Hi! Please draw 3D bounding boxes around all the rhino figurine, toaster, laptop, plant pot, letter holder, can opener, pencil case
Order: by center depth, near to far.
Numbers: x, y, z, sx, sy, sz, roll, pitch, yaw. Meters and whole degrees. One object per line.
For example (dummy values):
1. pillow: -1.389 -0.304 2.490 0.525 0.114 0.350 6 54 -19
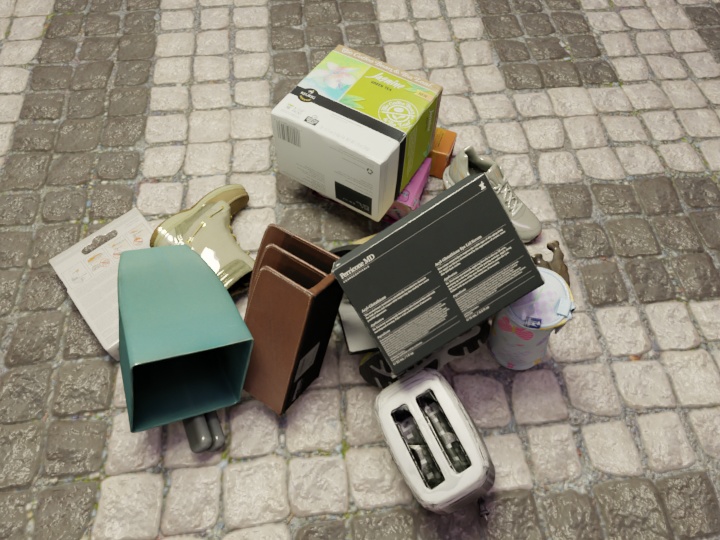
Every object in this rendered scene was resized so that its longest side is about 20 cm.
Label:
1. toaster: 0.094 0.218 0.660 0.112 0.129 0.202 -29 63 3
2. plant pot: -0.245 0.069 0.691 0.139 0.142 0.201 -8 50 -31
3. letter holder: -0.115 0.060 0.705 0.141 0.202 0.100 28 32 15
4. pencil case: 0.226 0.071 0.721 0.089 0.201 0.084 8 66 10
5. laptop: 0.063 0.013 0.745 0.196 0.118 0.188 -8 17 -6
6. can opener: -0.249 0.166 0.746 0.066 0.052 0.201 -42 62 15
7. rhino figurine: 0.238 0.020 0.832 0.196 0.060 0.089 -15 63 -8

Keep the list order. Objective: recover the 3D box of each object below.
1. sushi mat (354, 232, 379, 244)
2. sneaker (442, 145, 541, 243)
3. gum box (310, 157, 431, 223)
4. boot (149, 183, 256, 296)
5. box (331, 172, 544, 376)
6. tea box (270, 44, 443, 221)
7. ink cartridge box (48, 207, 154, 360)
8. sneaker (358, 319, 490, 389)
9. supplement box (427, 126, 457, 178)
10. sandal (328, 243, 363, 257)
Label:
1. sushi mat: 0.076 -0.063 0.830 0.197 0.012 0.096 -21 19 15
2. sneaker: 0.228 -0.128 0.894 0.199 0.092 0.076 39 64 10
3. gum box: 0.023 -0.162 0.928 0.197 0.067 0.115 20 60 11
4. boot: -0.212 -0.047 0.850 0.154 0.072 0.200 39 45 7
5. box: 0.085 0.001 0.612 0.198 0.079 0.142 -31 100 3
6. tea box: -0.003 -0.223 0.845 0.198 0.135 0.198 27 60 15
7. ink cartridge box: -0.364 0.016 0.828 0.160 0.050 0.200 -37 64 -21
8. sneaker: 0.088 0.105 0.779 0.197 0.079 0.091 -23 26 -3
9. supplement box: 0.073 -0.240 0.977 0.197 0.067 0.070 18 60 8
10. sandal: 0.000 -0.001 0.768 0.075 0.199 0.048 45 56 -23
